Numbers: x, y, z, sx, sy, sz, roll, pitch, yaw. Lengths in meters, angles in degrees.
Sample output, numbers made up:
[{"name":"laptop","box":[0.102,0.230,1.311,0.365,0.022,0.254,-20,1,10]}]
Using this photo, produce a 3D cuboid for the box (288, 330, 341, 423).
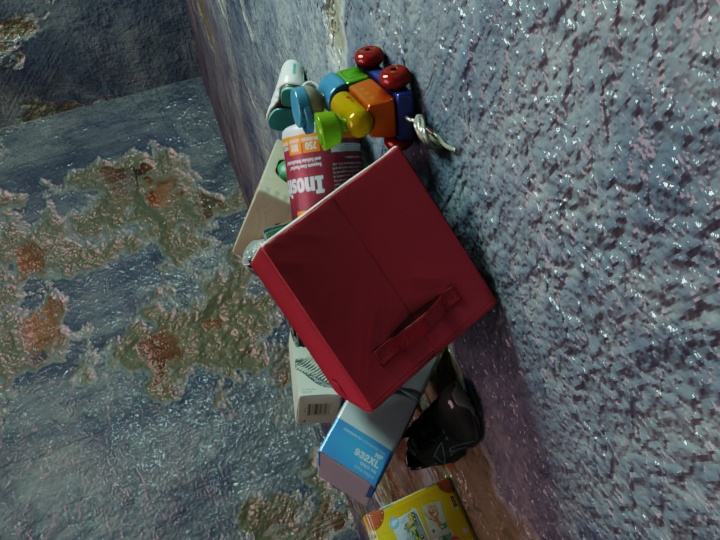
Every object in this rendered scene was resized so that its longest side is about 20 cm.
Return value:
[{"name":"box","box":[-0.086,0.180,1.069,0.202,0.079,0.070,-108,22,-54]}]

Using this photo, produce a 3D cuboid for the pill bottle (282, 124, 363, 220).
[{"name":"pill bottle","box":[-0.045,-0.101,0.823,0.113,0.109,0.207,-166,68,-74]}]

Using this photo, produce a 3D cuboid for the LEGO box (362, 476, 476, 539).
[{"name":"LEGO box","box":[0.107,0.447,0.891,0.078,0.145,0.204,99,150,-63]}]

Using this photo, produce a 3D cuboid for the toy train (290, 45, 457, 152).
[{"name":"toy train","box":[0.004,-0.155,0.606,0.201,0.113,0.086,-123,19,-48]}]

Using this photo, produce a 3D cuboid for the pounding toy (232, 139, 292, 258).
[{"name":"pounding toy","box":[-0.121,-0.111,1.037,0.202,0.139,0.187,-56,17,40]}]

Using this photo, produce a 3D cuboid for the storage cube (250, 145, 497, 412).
[{"name":"storage cube","box":[0.002,0.011,0.617,0.182,0.169,0.200,55,167,-6]}]

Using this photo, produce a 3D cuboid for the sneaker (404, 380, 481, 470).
[{"name":"sneaker","box":[0.103,0.216,0.763,0.203,0.077,0.077,92,155,-53]}]

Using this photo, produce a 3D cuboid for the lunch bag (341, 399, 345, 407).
[{"name":"lunch bag","box":[-0.006,0.171,1.032,0.202,0.091,0.154,91,172,-59]}]

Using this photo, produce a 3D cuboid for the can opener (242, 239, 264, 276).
[{"name":"can opener","box":[-0.108,-0.027,0.958,0.068,0.194,0.054,60,-144,-41]}]

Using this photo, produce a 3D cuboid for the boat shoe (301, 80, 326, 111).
[{"name":"boat shoe","box":[-0.059,-0.204,0.912,0.086,0.072,0.208,120,140,-69]}]

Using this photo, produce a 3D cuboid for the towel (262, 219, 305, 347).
[{"name":"towel","box":[-0.022,-0.004,0.748,0.021,0.196,0.151,-13,96,54]}]

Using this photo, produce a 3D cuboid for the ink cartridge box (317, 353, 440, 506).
[{"name":"ink cartridge box","box":[0.026,0.186,0.773,0.082,0.202,0.146,26,152,11]}]

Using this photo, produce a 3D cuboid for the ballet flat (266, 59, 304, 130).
[{"name":"ballet flat","box":[-0.135,-0.327,1.091,0.200,0.068,0.071,150,101,-72]}]

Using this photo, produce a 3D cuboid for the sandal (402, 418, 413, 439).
[{"name":"sandal","box":[0.062,0.206,0.973,0.208,0.057,0.081,-88,-15,-62]}]
